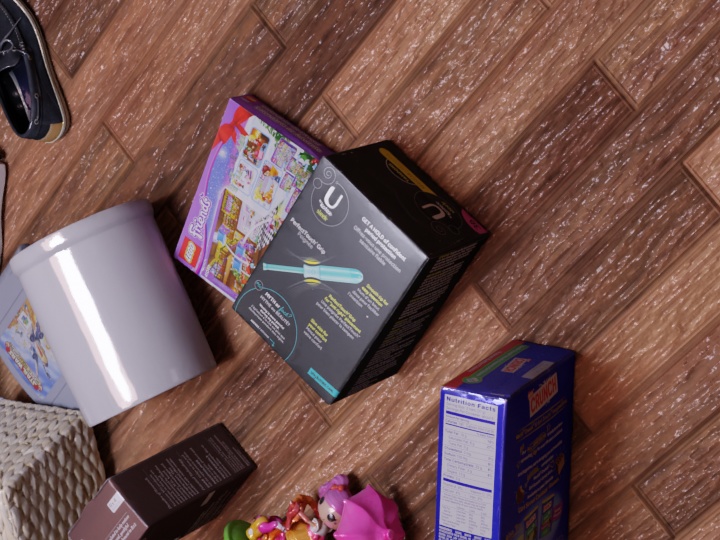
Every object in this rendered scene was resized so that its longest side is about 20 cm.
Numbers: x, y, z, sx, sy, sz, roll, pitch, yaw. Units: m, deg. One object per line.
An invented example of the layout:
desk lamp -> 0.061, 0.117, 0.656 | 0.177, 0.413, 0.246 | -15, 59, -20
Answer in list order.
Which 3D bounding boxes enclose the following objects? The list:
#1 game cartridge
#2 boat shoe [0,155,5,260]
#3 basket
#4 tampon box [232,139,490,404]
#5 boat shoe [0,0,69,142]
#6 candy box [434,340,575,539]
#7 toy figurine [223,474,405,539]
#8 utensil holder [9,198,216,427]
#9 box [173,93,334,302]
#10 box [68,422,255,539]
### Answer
game cartridge -> -0.373, 0.085, 1.940 | 0.200, 0.041, 0.133 | 50, 119, 15
boat shoe -> -0.485, -0.059, 1.967 | 0.092, 0.074, 0.203 | 22, 106, 35
basket -> -0.402, 0.277, 1.888 | 0.159, 0.198, 0.202 | -1, 114, 26
tampon box -> 0.000, 0.000, 1.604 | 0.150, 0.126, 0.201 | 44, 121, 17
boat shoe -> -0.399, -0.239, 1.862 | 0.074, 0.062, 0.202 | -27, 84, 38
candy box -> 0.137, 0.185, 1.528 | 0.076, 0.169, 0.203 | 10, 106, 28
toy figurine -> -0.037, 0.291, 1.725 | 0.184, 0.149, 0.201 | -46, 50, 20
utensil holder -> -0.265, 0.047, 1.777 | 0.169, 0.169, 0.202 | -26, 89, 36
box -> -0.110, -0.065, 1.718 | 0.136, 0.039, 0.202 | 35, 119, 22
box -> -0.212, 0.248, 1.765 | 0.075, 0.199, 0.100 | 48, 123, 15
